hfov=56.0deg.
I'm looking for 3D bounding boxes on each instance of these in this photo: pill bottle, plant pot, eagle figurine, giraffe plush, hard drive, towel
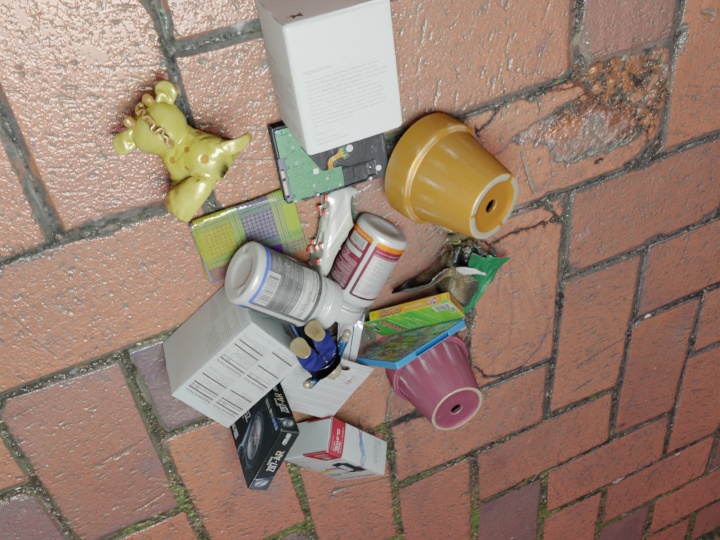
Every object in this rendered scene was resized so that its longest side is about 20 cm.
[{"bbox_3d":[0.000,0.000,1.319,0.109,0.110,0.201,16,115,-33],"label":"pill bottle"},{"bbox_3d":[0.179,0.251,1.535,0.198,0.179,0.202,-14,128,-18],"label":"plant pot"},{"bbox_3d":[-0.133,0.034,1.218,0.199,0.114,0.114,25,109,-38],"label":"pill bottle"},{"bbox_3d":[0.174,0.004,1.392,0.151,0.151,0.201,-34,155,-57],"label":"eagle figurine"},{"bbox_3d":[-0.281,-0.187,1.033,0.162,0.200,0.174,38,70,-16],"label":"giraffe plush"},{"bbox_3d":[-0.053,-0.209,1.181,0.198,0.038,0.141,-20,119,-16],"label":"hard drive"},{"bbox_3d":[-0.204,-0.063,1.234,0.198,0.023,0.145,-22,129,-12],"label":"towel"},{"bbox_3d":[0.175,-0.154,1.216,0.199,0.183,0.202,-27,136,-29],"label":"plant pot"}]

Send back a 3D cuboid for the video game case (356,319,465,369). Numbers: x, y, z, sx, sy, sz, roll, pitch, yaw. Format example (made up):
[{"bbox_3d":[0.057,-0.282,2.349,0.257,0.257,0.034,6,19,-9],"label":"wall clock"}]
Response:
[{"bbox_3d":[0.107,0.151,1.427,0.199,0.142,0.018,-27,102,-32],"label":"video game case"}]

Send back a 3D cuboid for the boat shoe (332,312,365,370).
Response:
[{"bbox_3d":[-0.036,0.161,1.451,0.064,0.074,0.202,12,125,0],"label":"boat shoe"}]

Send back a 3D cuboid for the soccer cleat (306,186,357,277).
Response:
[{"bbox_3d":[-0.051,-0.068,1.278,0.077,0.069,0.202,-4,121,-28],"label":"soccer cleat"}]

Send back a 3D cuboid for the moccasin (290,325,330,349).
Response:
[{"bbox_3d":[-0.097,0.116,1.371,0.068,0.081,0.201,-26,131,0],"label":"moccasin"}]

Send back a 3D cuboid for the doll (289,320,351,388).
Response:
[{"bbox_3d":[-0.067,0.160,1.269,0.137,0.048,0.200,-49,155,-13],"label":"doll"}]

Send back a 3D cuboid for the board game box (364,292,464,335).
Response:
[{"bbox_3d":[0.112,0.096,1.434,0.198,0.030,0.095,-18,150,22],"label":"board game box"}]

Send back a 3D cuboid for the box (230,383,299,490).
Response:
[{"bbox_3d":[-0.202,0.315,1.381,0.043,0.201,0.161,16,116,-33],"label":"box"}]

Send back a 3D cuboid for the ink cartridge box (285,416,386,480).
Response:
[{"bbox_3d":[-0.054,0.414,1.557,0.145,0.084,0.199,-21,140,36],"label":"ink cartridge box"}]

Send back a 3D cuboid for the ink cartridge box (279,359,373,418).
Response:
[{"bbox_3d":[-0.088,0.231,1.434,0.161,0.057,0.201,19,124,-24],"label":"ink cartridge box"}]

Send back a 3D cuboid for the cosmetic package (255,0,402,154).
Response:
[{"bbox_3d":[-0.048,-0.320,1.038,0.163,0.165,0.202,-19,130,-13],"label":"cosmetic package"}]

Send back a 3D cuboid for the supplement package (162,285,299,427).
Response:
[{"bbox_3d":[-0.243,0.153,1.278,0.200,0.152,0.151,-42,129,7],"label":"supplement package"}]

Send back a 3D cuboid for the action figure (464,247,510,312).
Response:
[{"bbox_3d":[0.235,0.037,1.498,0.117,0.055,0.201,8,125,-32],"label":"action figure"}]
